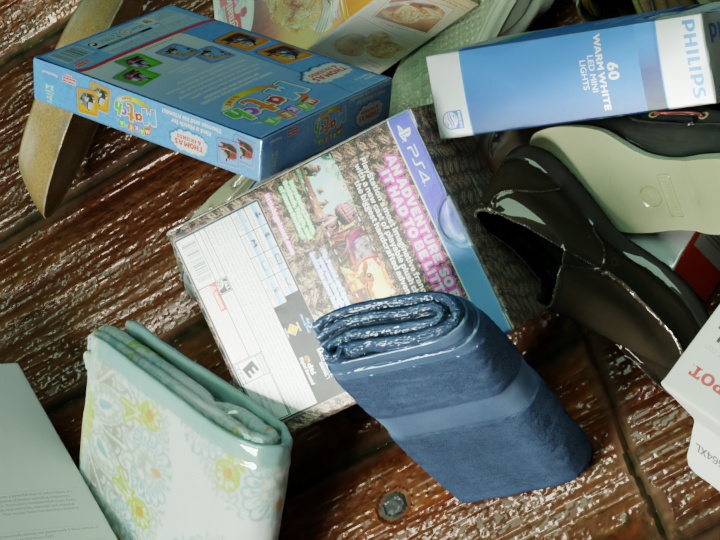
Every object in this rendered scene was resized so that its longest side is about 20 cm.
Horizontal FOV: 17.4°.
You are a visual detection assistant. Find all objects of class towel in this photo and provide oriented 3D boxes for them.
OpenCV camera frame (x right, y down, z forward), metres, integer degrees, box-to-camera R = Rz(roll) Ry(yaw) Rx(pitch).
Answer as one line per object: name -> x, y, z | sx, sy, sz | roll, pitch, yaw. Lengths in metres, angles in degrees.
towel -> -0.124, 0.146, 1.615 | 0.200, 0.048, 0.172 | 33, 127, 40
towel -> 0.063, 0.078, 1.496 | 0.111, 0.200, 0.049 | -12, 52, 26

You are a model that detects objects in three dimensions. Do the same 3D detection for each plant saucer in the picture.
plant saucer -> -0.215, -0.138, 1.776 | 0.035, 0.200, 0.201 | 22, 77, -1

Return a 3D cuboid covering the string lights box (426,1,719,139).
string lights box -> 0.154, -0.130, 1.502 | 0.200, 0.103, 0.059 | -5, 98, 35

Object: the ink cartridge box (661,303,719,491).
ink cartridge box -> 0.289, 0.062, 1.411 | 0.128, 0.125, 0.200 | 35, 87, 38

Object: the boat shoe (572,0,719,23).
boat shoe -> 0.179, -0.200, 1.604 | 0.068, 0.072, 0.200 | -15, 46, -22

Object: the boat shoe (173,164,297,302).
boat shoe -> -0.065, -0.061, 1.717 | 0.200, 0.072, 0.062 | -44, 53, 10

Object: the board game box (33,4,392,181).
board game box -> -0.102, -0.127, 1.633 | 0.200, 0.151, 0.037 | 20, 121, 30

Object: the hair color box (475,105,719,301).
hair color box -> 0.171, -0.072, 1.588 | 0.200, 0.064, 0.111 | 27, 83, 38

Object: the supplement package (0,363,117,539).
supplement package -> -0.274, 0.177, 1.671 | 0.200, 0.121, 0.120 | 55, 133, 37

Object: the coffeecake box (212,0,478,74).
coffeecake box -> -0.017, -0.217, 1.731 | 0.200, 0.073, 0.154 | -33, 52, 36

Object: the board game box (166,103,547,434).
board game box -> 0.000, 0.000, 1.583 | 0.200, 0.097, 0.160 | -25, 89, 22

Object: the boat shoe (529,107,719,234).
boat shoe -> 0.197, -0.067, 1.496 | 0.201, 0.074, 0.063 | 9, 38, 43

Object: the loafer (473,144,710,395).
loafer -> 0.146, 0.012, 1.514 | 0.071, 0.073, 0.200 | -39, 78, -27

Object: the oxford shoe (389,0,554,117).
oxford shoe -> 0.086, -0.167, 1.691 | 0.200, 0.058, 0.075 | -56, 43, 12
